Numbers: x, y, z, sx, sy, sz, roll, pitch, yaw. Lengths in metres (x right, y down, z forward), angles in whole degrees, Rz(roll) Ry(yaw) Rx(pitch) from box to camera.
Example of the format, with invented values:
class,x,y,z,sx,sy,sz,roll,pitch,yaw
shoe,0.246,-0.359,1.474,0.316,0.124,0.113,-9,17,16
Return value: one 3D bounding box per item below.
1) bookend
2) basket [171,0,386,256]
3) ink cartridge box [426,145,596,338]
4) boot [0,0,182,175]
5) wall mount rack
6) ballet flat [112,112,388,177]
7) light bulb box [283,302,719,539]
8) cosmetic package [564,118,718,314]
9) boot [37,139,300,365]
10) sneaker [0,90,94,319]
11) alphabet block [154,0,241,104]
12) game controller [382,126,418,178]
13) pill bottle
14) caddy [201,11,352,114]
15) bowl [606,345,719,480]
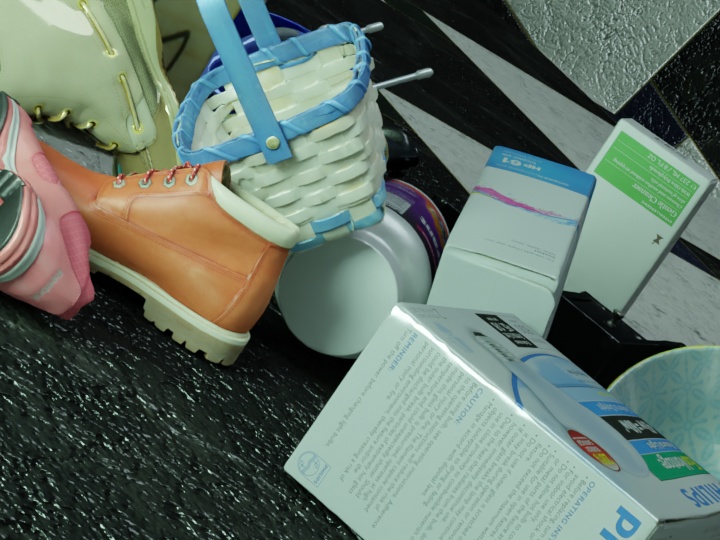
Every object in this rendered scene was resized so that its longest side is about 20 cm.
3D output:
class,x,y,z,sx,sy,sz,roll,pitch,yaw
bookend,0.145,0.038,1.852,0.199,0.092,0.200,40,13,21
basket,-0.060,-0.119,1.453,0.177,0.138,0.201,-86,159,-68
ink cartridge box,0.095,0.019,1.553,0.084,0.145,0.200,18,25,5
boot,-0.200,-0.104,1.493,0.155,0.201,0.073,-19,14,-28
wall mount rack,-0.023,-0.252,2.510,0.173,0.075,0.200,23,18,-43
ballet flat,-0.077,-0.086,1.590,0.199,0.071,0.071,-6,10,8
light bulb box,0.096,0.130,1.325,0.200,0.125,0.198,39,13,21
cosmetic package,0.233,-0.031,2.087,0.107,0.201,0.085,34,11,9
boot,-0.134,-0.041,1.394,0.199,0.108,0.075,33,14,-1
sneaker,-0.202,-0.032,1.310,0.087,0.074,0.200,43,11,-31
alphabet block,-0.222,-0.232,1.647,0.196,0.196,0.200,43,16,35
game controller,-0.059,-0.083,1.675,0.199,0.042,0.104,-1,12,18
pill bottle,0.000,0.000,1.574,0.111,0.112,0.200,35,13,2
caddy,-0.087,-0.152,1.815,0.141,0.105,0.199,41,31,23
bowl,0.250,0.164,1.582,0.200,0.200,0.108,41,-28,26
